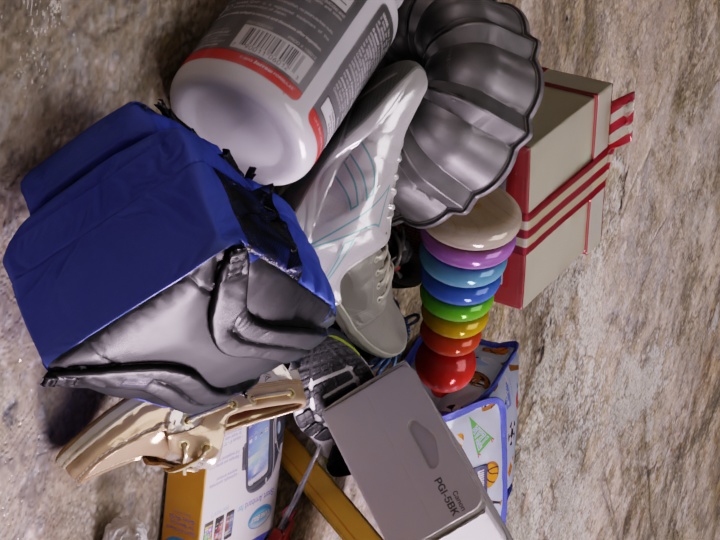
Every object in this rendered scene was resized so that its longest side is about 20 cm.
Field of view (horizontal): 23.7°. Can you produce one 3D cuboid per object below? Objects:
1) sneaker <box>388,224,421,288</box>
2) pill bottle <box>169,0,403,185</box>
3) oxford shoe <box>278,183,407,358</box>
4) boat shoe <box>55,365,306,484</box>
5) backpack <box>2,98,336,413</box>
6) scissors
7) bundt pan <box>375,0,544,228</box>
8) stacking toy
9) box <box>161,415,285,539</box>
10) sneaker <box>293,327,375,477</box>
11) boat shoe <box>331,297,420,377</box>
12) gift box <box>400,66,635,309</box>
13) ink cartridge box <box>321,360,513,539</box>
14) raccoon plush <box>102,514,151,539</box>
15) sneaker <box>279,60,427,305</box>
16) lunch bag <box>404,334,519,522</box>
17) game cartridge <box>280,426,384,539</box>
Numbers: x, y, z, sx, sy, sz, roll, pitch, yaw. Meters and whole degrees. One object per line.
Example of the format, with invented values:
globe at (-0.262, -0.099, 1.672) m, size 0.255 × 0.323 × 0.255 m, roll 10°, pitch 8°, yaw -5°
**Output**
sneaker at (0.004, -0.036, 1.433) m, size 0.200 × 0.082 × 0.077 m, roll 37°, pitch 70°, yaw -62°
pill bottle at (-0.042, -0.168, 1.240) m, size 0.200 × 0.115 × 0.116 m, roll -58°, pitch 149°, yaw -31°
oxford shoe at (0.000, 0.000, 1.359) m, size 0.075 × 0.058 × 0.200 m, roll -87°, pitch 155°, yaw -43°
boat shoe at (-0.119, 0.108, 1.216) m, size 0.200 × 0.069 × 0.074 m, roll -26°, pitch 171°, yaw -33°
backpack at (-0.111, -0.006, 1.114) m, size 0.200 × 0.162 × 0.168 m, roll 34°, pitch 32°, yaw -59°
scissors at (-0.060, 0.204, 1.421) m, size 0.073 × 0.014 × 0.200 m, roll -37°, pitch 156°, yaw -59°
bundt pan at (0.041, -0.138, 1.337) m, size 0.076 × 0.201 × 0.203 m, roll 25°, pitch 80°, yaw -45°
stacking toy at (0.084, 0.025, 1.467) m, size 0.085 × 0.085 × 0.201 m, roll -46°, pitch 150°, yaw -46°
box at (-0.106, 0.145, 1.359) m, size 0.119 × 0.041 × 0.201 m, roll -19°, pitch 121°, yaw -60°
sneaker at (-0.028, 0.098, 1.406) m, size 0.074 × 0.081 × 0.200 m, roll -25°, pitch 149°, yaw -8°
boat shoe at (0.002, 0.058, 1.491) m, size 0.200 × 0.068 × 0.084 m, roll 9°, pitch 95°, yaw -64°
gift box at (0.129, -0.100, 1.538) m, size 0.187 × 0.184 × 0.201 m, roll -37°, pitch 140°, yaw -49°
ink cartridge box at (0.057, 0.184, 1.380) m, size 0.083 × 0.147 × 0.200 m, roll -29°, pitch 148°, yaw 2°
raccoon plush at (-0.132, 0.266, 1.317) m, size 0.134 × 0.096 × 0.201 m, roll -34°, pitch 132°, yaw -64°
sneaker at (-0.006, -0.063, 1.264) m, size 0.080 × 0.070 × 0.201 m, roll 34°, pitch 89°, yaw -23°
lunch bag at (0.083, 0.172, 1.622) m, size 0.200 × 0.123 × 0.171 m, roll -46°, pitch 139°, yaw -62°
game cartridge at (0.003, 0.235, 1.477) m, size 0.032 × 0.176 × 0.200 m, roll -41°, pitch 146°, yaw -4°
